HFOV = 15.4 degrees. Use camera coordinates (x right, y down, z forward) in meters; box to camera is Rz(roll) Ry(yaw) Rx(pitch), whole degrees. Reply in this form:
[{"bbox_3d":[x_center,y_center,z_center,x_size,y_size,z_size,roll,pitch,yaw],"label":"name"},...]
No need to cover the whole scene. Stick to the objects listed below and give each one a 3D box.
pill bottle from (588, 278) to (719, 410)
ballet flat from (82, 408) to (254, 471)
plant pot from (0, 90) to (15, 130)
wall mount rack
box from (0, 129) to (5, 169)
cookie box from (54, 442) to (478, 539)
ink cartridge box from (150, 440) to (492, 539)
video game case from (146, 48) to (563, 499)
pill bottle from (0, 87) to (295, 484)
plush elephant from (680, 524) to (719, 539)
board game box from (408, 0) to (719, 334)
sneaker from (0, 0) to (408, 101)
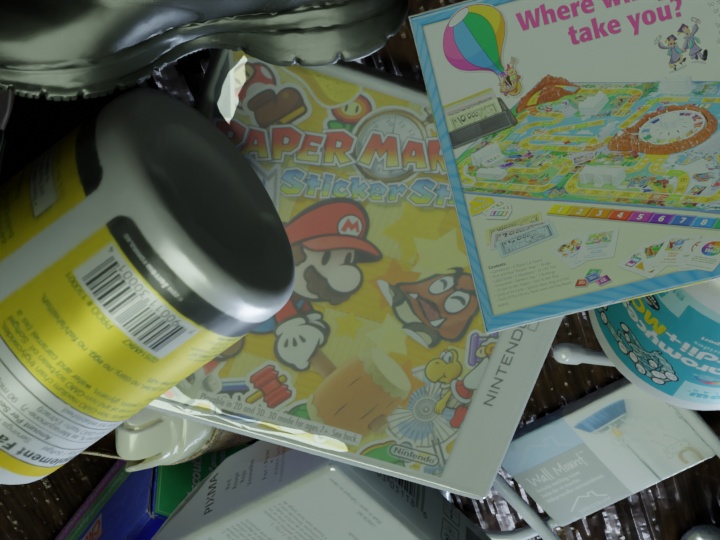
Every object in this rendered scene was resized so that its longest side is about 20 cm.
[{"bbox_3d":[0.164,-0.003,1.190,0.111,0.111,0.200,5,161,-5],"label":"pill bottle"},{"bbox_3d":[-0.133,0.071,1.322,0.200,0.067,0.068,3,115,-4],"label":"ballet flat"},{"bbox_3d":[-0.252,-0.075,1.151,0.201,0.093,0.201,1,138,1],"label":"plant pot"},{"bbox_3d":[0.106,0.095,1.352,0.200,0.075,0.174,-29,121,27],"label":"wall mount rack"},{"bbox_3d":[-0.254,0.004,1.090,0.122,0.106,0.200,31,131,-29],"label":"box"},{"bbox_3d":[-0.062,0.179,1.444,0.200,0.075,0.171,21,132,-22],"label":"cookie box"},{"bbox_3d":[-0.037,0.163,1.358,0.200,0.050,0.162,-26,126,31],"label":"ink cartridge box"},{"bbox_3d":[0.000,0.000,1.222,0.200,0.023,0.182,17,106,-17],"label":"video game case"},{"bbox_3d":[-0.137,0.020,1.147,0.200,0.114,0.114,-35,128,21],"label":"pill bottle"},{"bbox_3d":[0.243,0.200,1.420,0.165,0.200,0.155,11,162,8],"label":"plush elephant"},{"bbox_3d":[0.132,-0.063,1.065,0.200,0.135,0.034,-13,179,16],"label":"board game box"},{"bbox_3d":[-0.082,-0.129,1.109,0.200,0.076,0.091,-11,125,-8],"label":"sneaker"}]
